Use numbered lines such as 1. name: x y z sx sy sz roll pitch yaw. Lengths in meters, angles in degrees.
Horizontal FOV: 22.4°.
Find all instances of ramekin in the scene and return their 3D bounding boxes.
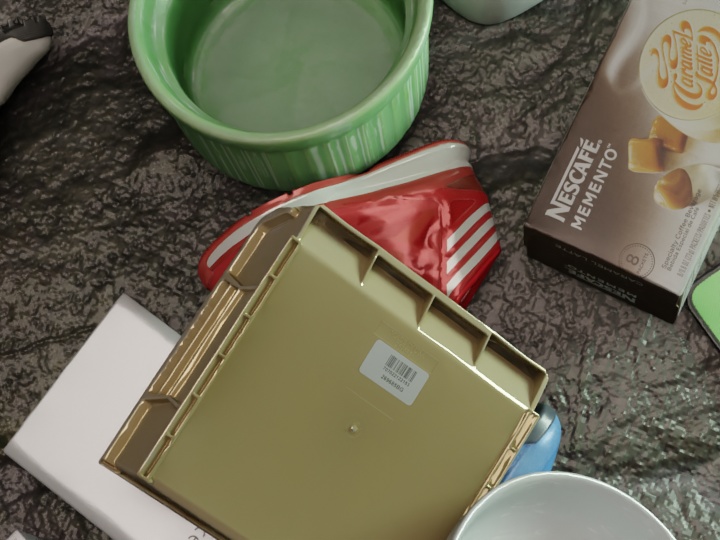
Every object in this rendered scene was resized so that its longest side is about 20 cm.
1. ramekin: -0.046 -0.151 1.204 0.198 0.098 0.202 -3 66 7

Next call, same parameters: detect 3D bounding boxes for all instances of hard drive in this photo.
1. hard drive: -0.118 0.127 1.200 0.199 0.027 0.132 36 82 10

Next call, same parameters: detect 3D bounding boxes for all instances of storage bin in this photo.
1. storage bin: -0.018 0.093 1.124 0.199 0.094 0.199 36 80 -15

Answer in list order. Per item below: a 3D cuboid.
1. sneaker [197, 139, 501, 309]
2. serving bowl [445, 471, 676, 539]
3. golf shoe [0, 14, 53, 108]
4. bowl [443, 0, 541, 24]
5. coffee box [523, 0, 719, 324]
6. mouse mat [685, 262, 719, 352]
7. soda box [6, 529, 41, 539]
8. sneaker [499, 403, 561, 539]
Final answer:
1. sneaker: 0.000 0.000 1.195 0.199 0.078 0.116 -24 76 -1
2. serving bowl: 0.118 0.225 1.087 0.199 0.066 0.202 13 61 -24
3. golf shoe: -0.273 -0.088 1.244 0.200 0.078 0.095 -42 95 -4
4. bowl: 0.097 -0.295 1.257 0.199 0.075 0.200 -39 79 -4
5. coffee box: 0.198 -0.084 1.197 0.114 0.080 0.201 25 80 12
6. mouse mat: 0.336 0.023 1.202 0.199 0.008 0.161 -35 77 -3
7. soda box: -0.168 0.259 1.154 0.200 0.064 0.068 44 84 11
8. sneaker: 0.084 0.183 1.160 0.078 0.066 0.201 32 80 -6
